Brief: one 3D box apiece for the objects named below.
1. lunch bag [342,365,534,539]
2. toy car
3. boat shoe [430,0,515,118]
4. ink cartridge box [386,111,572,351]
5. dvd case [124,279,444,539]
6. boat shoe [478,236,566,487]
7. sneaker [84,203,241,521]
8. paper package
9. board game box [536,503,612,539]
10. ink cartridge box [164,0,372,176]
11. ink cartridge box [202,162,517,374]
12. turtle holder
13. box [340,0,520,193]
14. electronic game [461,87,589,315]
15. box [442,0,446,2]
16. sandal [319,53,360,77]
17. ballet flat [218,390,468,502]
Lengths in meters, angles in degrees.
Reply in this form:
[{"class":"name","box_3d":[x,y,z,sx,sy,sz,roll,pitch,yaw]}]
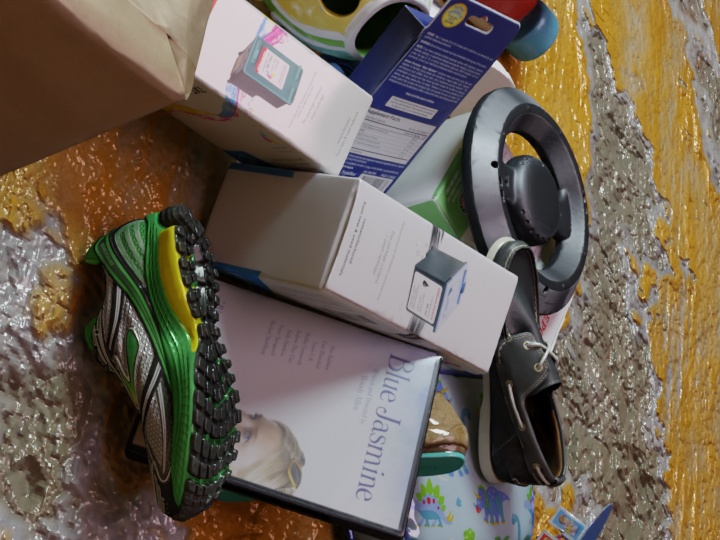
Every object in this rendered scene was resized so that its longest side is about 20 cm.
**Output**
[{"class":"lunch bag","box_3d":[0.066,0.157,1.041,0.199,0.082,0.163,10,73,-50]},{"class":"toy car","box_3d":[0.192,-0.339,1.241,0.184,0.198,0.179,40,51,-38]},{"class":"boat shoe","box_3d":[0.083,-0.202,1.177,0.199,0.072,0.069,27,39,-48]},{"class":"ink cartridge box","box_3d":[0.107,-0.019,1.137,0.201,0.084,0.147,58,41,-24]},{"class":"dvd case","box_3d":[-0.049,0.093,0.872,0.197,0.018,0.144,19,59,-6]},{"class":"boat shoe","box_3d":[0.134,0.074,1.005,0.071,0.067,0.203,-9,98,-47]},{"class":"sneaker","box_3d":[-0.131,0.064,0.820,0.078,0.084,0.203,38,40,-69]},{"class":"paper package","box_3d":[-0.207,-0.156,0.687,0.190,0.198,0.105,40,51,-37]},{"class":"board game box","box_3d":[0.147,0.276,1.084,0.201,0.039,0.158,-52,160,-10]},{"class":"ink cartridge box","box_3d":[-0.103,-0.142,0.861,0.199,0.116,0.068,33,76,-31]},{"class":"ink cartridge box","box_3d":[0.000,0.000,0.937,0.199,0.145,0.087,26,80,-45]},{"class":"turtle holder","box_3d":[-0.015,-0.240,0.968,0.133,0.140,0.186,57,1,23]},{"class":"box","box_3d":[0.033,-0.137,0.993,0.033,0.200,0.121,51,23,24]},{"class":"electronic game","box_3d":[0.146,-0.061,1.096,0.199,0.041,0.203,22,63,-50]},{"class":"box","box_3d":[0.049,-0.358,1.116,0.199,0.046,0.160,34,66,-18]},{"class":"sandal","box_3d":[-0.011,-0.151,1.049,0.199,0.080,0.087,-16,57,-46]},{"class":"ballet flat","box_3d":[-0.019,0.120,0.914,0.197,0.068,0.073,-7,60,-11]}]
